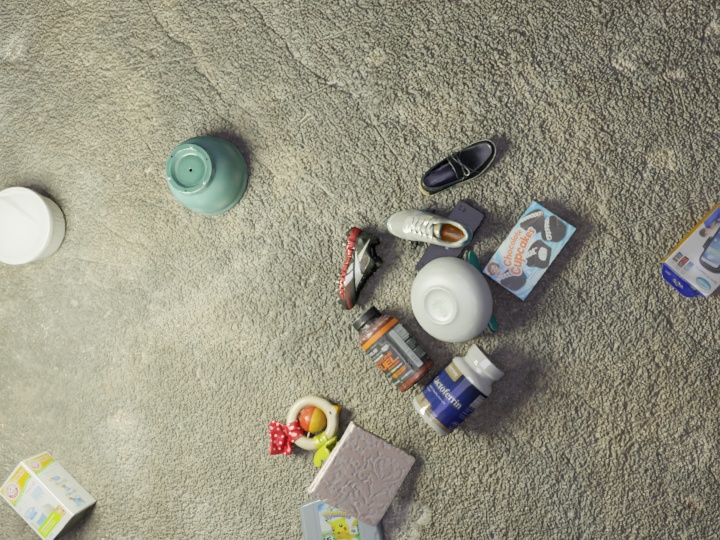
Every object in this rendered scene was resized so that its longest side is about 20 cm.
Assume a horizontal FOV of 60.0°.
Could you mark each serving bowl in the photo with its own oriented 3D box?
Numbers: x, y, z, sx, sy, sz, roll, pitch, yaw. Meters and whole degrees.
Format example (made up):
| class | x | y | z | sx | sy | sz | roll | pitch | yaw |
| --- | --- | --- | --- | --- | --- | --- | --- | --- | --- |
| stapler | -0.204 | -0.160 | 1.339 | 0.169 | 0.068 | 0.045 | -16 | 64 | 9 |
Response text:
| class | x | y | z | sx | sy | sz | roll | pitch | yaw |
| --- | --- | --- | --- | --- | --- | --- | --- | --- | --- |
| serving bowl | 0.194 | 0.073 | 1.414 | 0.200 | 0.066 | 0.200 | 10 | 108 | 33 |

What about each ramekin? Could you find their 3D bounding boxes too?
| class | x | y | z | sx | sy | sz | roll | pitch | yaw |
| --- | --- | --- | --- | --- | --- | --- | --- | --- | --- |
| ramekin | -0.875 | -0.115 | 1.641 | 0.202 | 0.094 | 0.203 | 0 | 90 | 11 |

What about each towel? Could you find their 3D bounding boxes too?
| class | x | y | z | sx | sy | sz | roll | pitch | yaw |
| --- | --- | --- | --- | --- | --- | --- | --- | --- | --- |
| towel | 0.005 | 0.474 | 1.450 | 0.200 | 0.032 | 0.191 | 35 | 82 | -21 |

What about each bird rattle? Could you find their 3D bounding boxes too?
| class | x | y | z | sx | sy | sz | roll | pitch | yaw |
| --- | --- | --- | --- | --- | --- | --- | --- | --- | --- |
| bird rattle | -0.126 | 0.385 | 1.521 | 0.200 | 0.113 | 0.163 | 13 | 81 | 23 |

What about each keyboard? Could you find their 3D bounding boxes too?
| class | x | y | z | sx | sy | sz | roll | pitch | yaw |
| --- | --- | --- | --- | --- | --- | --- | --- | --- | --- |
| keyboard | 0.193 | -0.080 | 1.479 | 0.127 | 0.021 | 0.200 | 34 | 95 | 8 |

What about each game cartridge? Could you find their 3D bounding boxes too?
| class | x | y | z | sx | sy | sz | roll | pitch | yaw |
| --- | --- | --- | --- | --- | --- | --- | --- | --- | --- |
| game cartridge | -0.048 | 0.611 | 1.519 | 0.200 | 0.040 | 0.134 | -10 | 85 | 10 |

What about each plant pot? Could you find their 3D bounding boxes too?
| class | x | y | z | sx | sy | sz | roll | pitch | yaw |
| --- | --- | --- | --- | --- | --- | --- | --- | --- | --- |
| plant pot | -0.393 | -0.239 | 1.531 | 0.200 | 0.134 | 0.201 | 0 | 91 | 10 |

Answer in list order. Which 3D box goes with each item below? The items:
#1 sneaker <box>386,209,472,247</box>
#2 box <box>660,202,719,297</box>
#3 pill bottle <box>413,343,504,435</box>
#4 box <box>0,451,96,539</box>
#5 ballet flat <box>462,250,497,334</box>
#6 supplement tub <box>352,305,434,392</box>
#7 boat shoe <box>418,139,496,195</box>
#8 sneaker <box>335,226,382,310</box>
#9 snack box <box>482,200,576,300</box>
| class | x | y | z | sx | sy | sz | roll | pitch | yaw |
| --- | --- | --- | --- | --- | --- | --- | --- | --- | --- |
| sneaker | 0.158 | -0.099 | 1.435 | 0.200 | 0.081 | 0.077 | 9 | 94 | 11 |
| box | 0.759 | -0.036 | 1.363 | 0.119 | 0.041 | 0.200 | 42 | 95 | 8 |
| pill bottle | 0.226 | 0.270 | 1.425 | 0.116 | 0.116 | 0.200 | 44 | 97 | 8 |
| box | -0.817 | 0.589 | 1.628 | 0.200 | 0.101 | 0.113 | 41 | 97 | 8 |
| ballet flat | 0.256 | 0.055 | 1.447 | 0.072 | 0.072 | 0.201 | -17 | 86 | 10 |
| supplement tub | 0.070 | 0.178 | 1.460 | 0.107 | 0.107 | 0.200 | -43 | 82 | 8 |
| boat shoe | 0.226 | -0.239 | 1.451 | 0.200 | 0.062 | 0.075 | -29 | 83 | 8 |
| sneaker | 0.000 | 0.000 | 1.488 | 0.098 | 0.071 | 0.201 | 11 | 91 | 13 |
| snack box | 0.385 | -0.045 | 1.433 | 0.116 | 0.037 | 0.200 | 35 | 96 | 9 |
